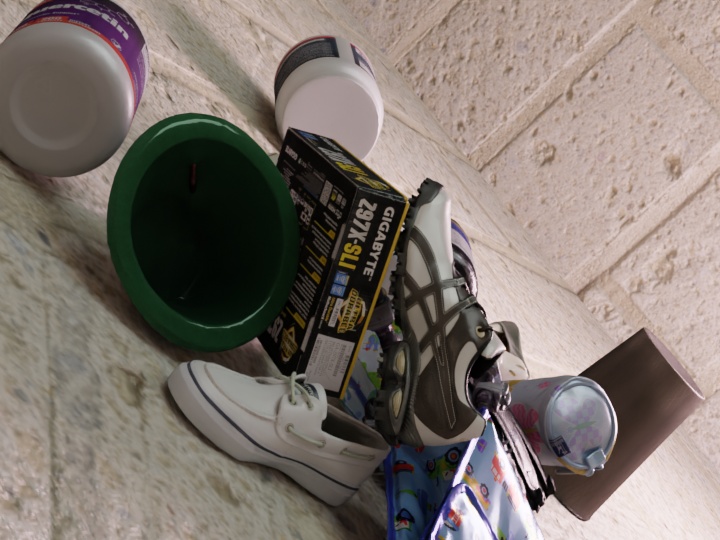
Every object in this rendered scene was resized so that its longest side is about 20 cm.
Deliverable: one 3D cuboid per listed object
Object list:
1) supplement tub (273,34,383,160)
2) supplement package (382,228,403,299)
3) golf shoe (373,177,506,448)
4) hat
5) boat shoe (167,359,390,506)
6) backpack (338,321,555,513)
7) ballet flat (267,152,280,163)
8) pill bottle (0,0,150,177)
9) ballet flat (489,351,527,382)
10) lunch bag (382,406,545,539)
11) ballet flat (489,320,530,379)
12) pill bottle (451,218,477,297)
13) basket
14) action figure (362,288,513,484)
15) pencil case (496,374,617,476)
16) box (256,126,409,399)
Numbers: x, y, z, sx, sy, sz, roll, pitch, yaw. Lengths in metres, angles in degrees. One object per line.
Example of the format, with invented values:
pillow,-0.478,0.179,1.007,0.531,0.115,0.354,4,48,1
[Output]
supplement tub,-0.042,-0.216,1.939,0.140,0.140,0.200,44,13,-18
supplement package,0.000,0.000,1.490,0.200,0.111,0.156,49,12,4
golf shoe,0.064,0.033,1.120,0.078,0.093,0.203,63,33,-76
hat,-0.156,-0.017,1.157,0.175,0.166,0.201,-2,-46,49
boat shoe,-0.054,0.102,1.081,0.200,0.067,0.074,36,17,-47
backpack,0.066,0.129,1.297,0.202,0.152,0.163,70,17,0
ballet flat,-0.087,-0.095,1.586,0.067,0.063,0.200,37,6,21
pill bottle,-0.222,-0.151,1.160,0.112,0.112,0.200,44,12,-17
ballet flat,0.147,0.126,1.554,0.074,0.073,0.202,-114,-177,-56
lunch bag,0.071,0.221,1.087,0.200,0.093,0.152,-69,137,-64
ballet flat,0.171,0.100,1.901,0.063,0.068,0.200,37,15,-17
pill bottle,0.080,0.008,1.747,0.112,0.112,0.200,46,13,-12
basket,0.305,0.177,1.814,0.136,0.200,0.181,43,14,-21
action figure,0.052,0.089,1.199,0.069,0.128,0.203,-171,-114,-88
pencil case,0.153,0.147,1.415,0.091,0.083,0.199,56,-29,-14
box,-0.037,-0.012,1.185,0.049,0.162,0.200,12,13,-22
